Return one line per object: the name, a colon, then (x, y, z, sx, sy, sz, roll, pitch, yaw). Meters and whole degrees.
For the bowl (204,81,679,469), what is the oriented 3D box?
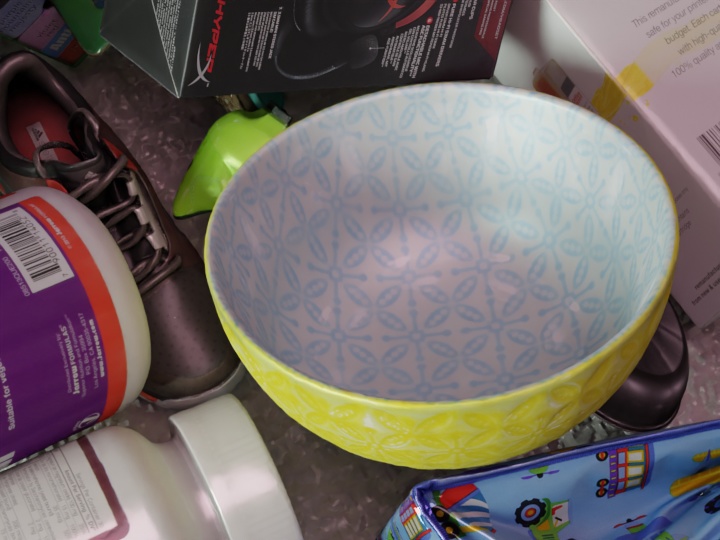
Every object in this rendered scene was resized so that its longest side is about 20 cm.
bowl: (0.037, 0.020, 0.770, 0.200, 0.108, 0.200, -3, 43, 3)

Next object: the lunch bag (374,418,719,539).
lunch bag: (0.119, 0.112, 0.800, 0.200, 0.151, 0.094, -22, 77, -13)

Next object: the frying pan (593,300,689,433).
frying pan: (0.102, -0.006, 0.871, 0.115, 0.031, 0.190, -15, 71, -52)

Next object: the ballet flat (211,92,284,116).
ballet flat: (-0.090, -0.155, 0.917, 0.065, 0.071, 0.200, -19, 71, 16)

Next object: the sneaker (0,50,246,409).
sneaker: (-0.127, -0.021, 0.850, 0.077, 0.082, 0.200, -36, 79, -16)

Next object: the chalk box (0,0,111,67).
chalk box: (-0.156, -0.187, 0.845, 0.125, 0.124, 0.200, -43, 72, 11)

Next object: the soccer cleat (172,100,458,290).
soccer cleat: (0.000, 0.000, 0.867, 0.200, 0.068, 0.081, 37, 94, -7)

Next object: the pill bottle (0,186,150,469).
pill bottle: (-0.198, 0.045, 0.763, 0.200, 0.112, 0.113, -25, 76, -33)

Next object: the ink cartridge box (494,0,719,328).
ink cartridge box: (0.172, -0.096, 0.896, 0.145, 0.083, 0.200, -32, 78, -27)

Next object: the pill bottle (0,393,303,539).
pill bottle: (-0.131, 0.136, 0.785, 0.200, 0.110, 0.110, -23, 76, -13)

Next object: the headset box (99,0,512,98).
headset box: (-0.003, -0.162, 0.787, 0.200, 0.149, 0.075, -9, 33, -37)
